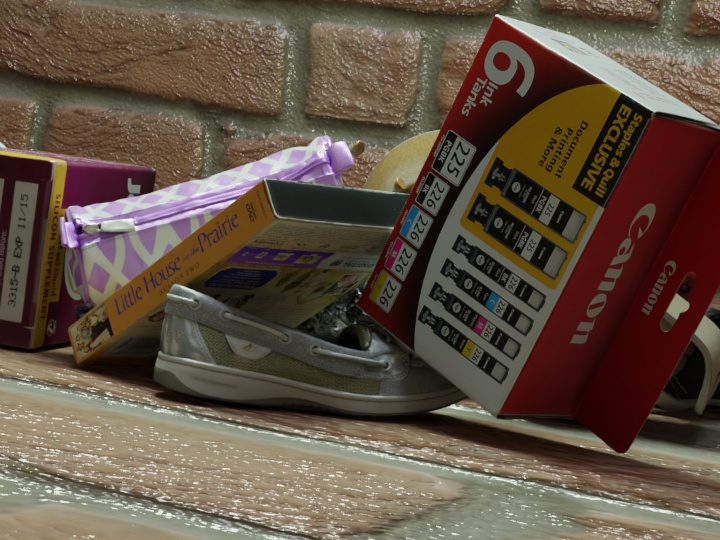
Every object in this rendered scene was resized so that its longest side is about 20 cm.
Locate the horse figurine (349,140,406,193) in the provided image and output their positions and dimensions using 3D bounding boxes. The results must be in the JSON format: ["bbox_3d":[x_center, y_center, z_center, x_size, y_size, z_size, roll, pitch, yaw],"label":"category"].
[{"bbox_3d":[0.000,0.000,1.356,0.132,0.200,0.050,-39,-15,34],"label":"horse figurine"}]

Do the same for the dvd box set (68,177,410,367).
[{"bbox_3d":[-0.069,0.006,1.136,0.146,0.029,0.200,3,-29,-46],"label":"dvd box set"}]

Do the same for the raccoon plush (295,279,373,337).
[{"bbox_3d":[-0.002,0.033,1.299,0.134,0.097,0.200,14,0,-22],"label":"raccoon plush"}]

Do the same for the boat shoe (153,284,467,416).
[{"bbox_3d":[-0.024,0.050,1.095,0.202,0.065,0.074,6,3,-19],"label":"boat shoe"}]

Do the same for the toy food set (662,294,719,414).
[{"bbox_3d":[0.161,0.021,1.223,0.200,0.060,0.143,38,11,11],"label":"toy food set"}]

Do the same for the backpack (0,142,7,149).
[{"bbox_3d":[-0.358,-0.048,1.465,0.200,0.154,0.163,-9,-25,-9],"label":"backpack"}]

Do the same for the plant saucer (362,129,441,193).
[{"bbox_3d":[0.078,-0.007,1.365,0.200,0.201,0.035,9,25,24],"label":"plant saucer"}]

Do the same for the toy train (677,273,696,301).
[{"bbox_3d":[0.254,-0.039,1.367,0.200,0.116,0.085,6,22,10],"label":"toy train"}]

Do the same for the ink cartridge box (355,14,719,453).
[{"bbox_3d":[0.117,-0.019,1.055,0.084,0.200,0.176,6,25,-49],"label":"ink cartridge box"}]

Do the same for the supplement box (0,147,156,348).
[{"bbox_3d":[-0.232,-0.019,1.286,0.103,0.131,0.200,8,4,12],"label":"supplement box"}]

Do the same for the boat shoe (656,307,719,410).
[{"bbox_3d":[0.277,0.061,1.369,0.060,0.074,0.200,-34,-19,32],"label":"boat shoe"}]

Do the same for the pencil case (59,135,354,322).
[{"bbox_3d":[-0.102,-0.030,1.193,0.200,0.086,0.084,-17,52,-10],"label":"pencil case"}]
